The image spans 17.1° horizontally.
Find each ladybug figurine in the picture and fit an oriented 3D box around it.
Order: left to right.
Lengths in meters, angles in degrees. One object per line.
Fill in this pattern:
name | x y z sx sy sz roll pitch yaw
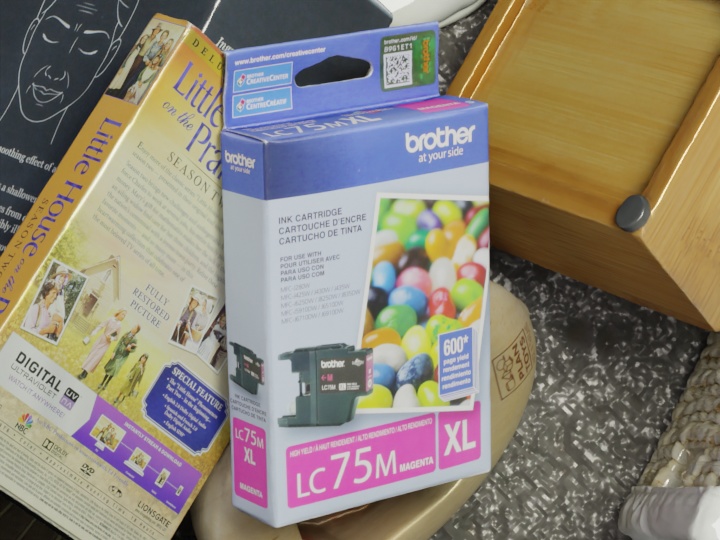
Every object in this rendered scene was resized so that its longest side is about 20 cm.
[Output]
ladybug figurine | -0.002 0.070 1.113 0.200 0.072 0.136 -34 128 -25

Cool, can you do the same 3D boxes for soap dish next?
soap dish | 0.124 -0.072 1.092 0.081 0.200 0.158 35 83 -38

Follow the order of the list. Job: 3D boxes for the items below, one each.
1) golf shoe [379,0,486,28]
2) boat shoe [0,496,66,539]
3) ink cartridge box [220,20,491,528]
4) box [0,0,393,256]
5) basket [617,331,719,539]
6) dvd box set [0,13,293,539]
golf shoe | 0.070 -0.191 1.152 0.200 0.092 0.075 -43 87 -3
boat shoe | -0.112 0.152 1.095 0.200 0.068 0.072 29 79 44
ink cartridge box | 0.000 0.000 1.021 0.119 0.042 0.201 -11 105 -34
box | -0.105 -0.066 1.094 0.148 0.107 0.200 21 83 42
basket | 0.243 0.086 1.072 0.200 0.198 0.161 23 84 -1
dvd box set | -0.089 0.014 1.005 0.029 0.146 0.200 20 75 42
